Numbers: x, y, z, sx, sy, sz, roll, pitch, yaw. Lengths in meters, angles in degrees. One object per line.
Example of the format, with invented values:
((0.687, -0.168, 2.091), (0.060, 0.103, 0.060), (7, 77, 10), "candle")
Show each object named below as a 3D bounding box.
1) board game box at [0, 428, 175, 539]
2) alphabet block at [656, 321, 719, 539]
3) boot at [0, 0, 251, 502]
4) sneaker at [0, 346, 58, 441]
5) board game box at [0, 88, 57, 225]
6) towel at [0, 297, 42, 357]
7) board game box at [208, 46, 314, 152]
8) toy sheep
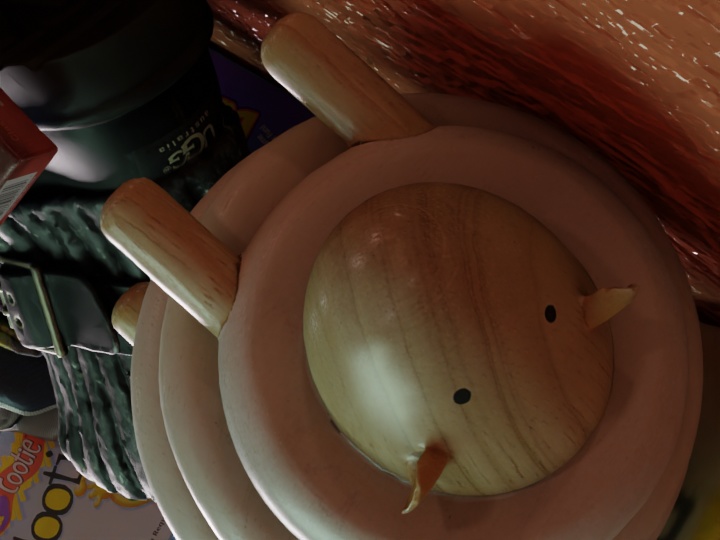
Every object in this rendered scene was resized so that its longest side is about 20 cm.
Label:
((-0.063, 0.118, 1.033), (0.103, 0.105, 0.200), (22, 168, 35), "board game box")
((0.097, 0.138, 0.651), (0.195, 0.197, 0.200), (34, 174, -16), "alphabet block")
((-0.092, -0.025, 0.688), (0.211, 0.079, 0.158), (27, 149, 47), "boot")
((-0.150, -0.024, 0.956), (0.202, 0.147, 0.077), (34, 176, 18), "sneaker")
((-0.171, -0.064, 0.613), (0.200, 0.103, 0.019), (46, -153, 10), "board game box")
((-0.165, -0.067, 0.769), (0.143, 0.023, 0.201), (28, -149, -50), "towel")
((0.000, 0.000, 0.799), (0.134, 0.045, 0.200), (32, 173, 25), "board game box")
((0.010, 0.024, 0.547), (0.138, 0.138, 0.200), (33, 170, 5), "toy sheep")
